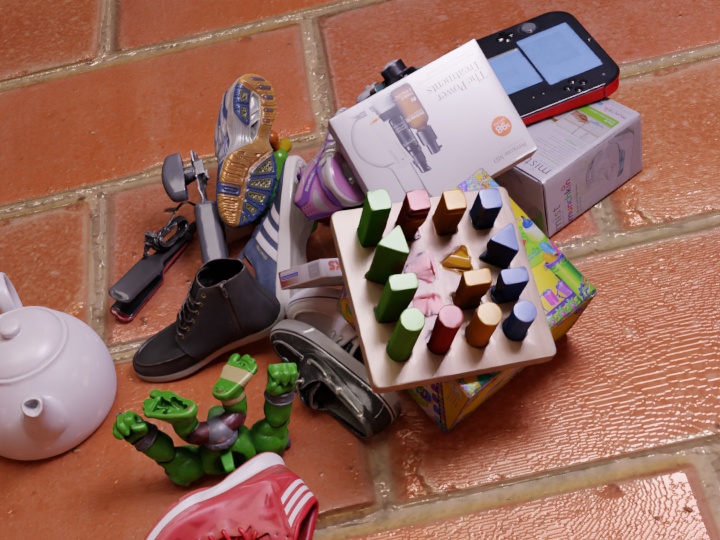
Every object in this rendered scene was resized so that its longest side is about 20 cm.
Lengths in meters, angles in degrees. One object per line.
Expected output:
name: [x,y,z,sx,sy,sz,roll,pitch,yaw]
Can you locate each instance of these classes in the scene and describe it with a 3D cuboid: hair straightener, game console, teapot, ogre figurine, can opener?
hair straightener: [-0.253,-0.024,1.742,0.041,0.077,0.200,29,54,20]
game console: [0.226,-0.264,1.761,0.176,0.031,0.201,-18,40,-7]
teapot: [-0.388,0.110,1.583,0.198,0.147,0.198,9,47,25]
ogre figurine: [-0.158,0.172,1.471,0.199,0.121,0.098,-30,40,-19]
can opener: [-0.211,-0.061,1.734,0.066,0.053,0.201,-12,67,0]

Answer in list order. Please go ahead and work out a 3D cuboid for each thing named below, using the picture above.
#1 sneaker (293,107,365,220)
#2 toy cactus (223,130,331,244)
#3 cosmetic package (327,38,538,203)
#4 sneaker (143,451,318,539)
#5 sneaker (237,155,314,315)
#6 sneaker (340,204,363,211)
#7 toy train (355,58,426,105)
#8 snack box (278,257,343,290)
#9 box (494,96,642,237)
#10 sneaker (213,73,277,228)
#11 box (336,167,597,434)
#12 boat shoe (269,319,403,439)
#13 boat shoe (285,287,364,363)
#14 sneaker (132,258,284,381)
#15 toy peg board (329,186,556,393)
sneaker: [-0.036,-0.126,1.655,0.088,0.081,0.201,-35,20,27]
toy cactus: [-0.129,-0.091,1.778,0.164,0.103,0.200,-35,54,-8]
cosmetic package: [0.083,-0.153,1.572,0.199,0.052,0.152,-30,87,-6]
sneaker: [-0.128,0.275,1.386,0.200,0.079,0.115,-38,46,-23]
sneaker: [-0.108,-0.044,1.675,0.084,0.075,0.202,-2,75,27]
sneaker: [-0.012,-0.118,1.742,0.118,0.074,0.200,-1,32,-39]
toy train: [0.076,-0.160,1.666,0.114,0.201,0.085,-34,6,40]
snack box: [0.000,0.000,1.581,0.072,0.025,0.199,-18,-9,42]
box: [0.230,-0.162,1.737,0.176,0.097,0.200,-36,46,-22]
sneaker: [-0.154,-0.149,1.746,0.088,0.075,0.202,-14,65,60]
box: [0.114,0.032,1.490,0.199,0.122,0.193,-36,75,-23]
boat shoe: [-0.043,0.122,1.530,0.064,0.071,0.199,-38,49,-26]
boat shoe: [-0.005,0.077,1.573,0.198,0.071,0.070,15,46,20]
sneaker: [-0.200,0.053,1.603,0.199,0.106,0.075,-25,42,9]
toy peg board: [0.090,0.000,1.379,0.197,0.098,0.201,-9,67,-13]
